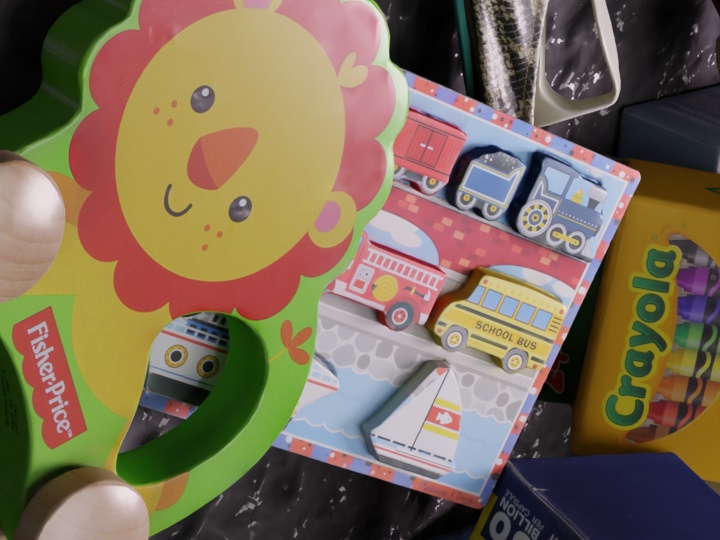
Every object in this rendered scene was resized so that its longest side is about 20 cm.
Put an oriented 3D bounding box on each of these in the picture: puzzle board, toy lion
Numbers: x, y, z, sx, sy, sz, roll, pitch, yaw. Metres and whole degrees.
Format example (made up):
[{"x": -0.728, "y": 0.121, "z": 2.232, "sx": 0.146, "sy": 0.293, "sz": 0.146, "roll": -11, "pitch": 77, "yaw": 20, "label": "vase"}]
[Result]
[{"x": 0.000, "y": 0.000, "z": 0.819, "sx": 0.199, "sy": 0.017, "sz": 0.151, "roll": 20, "pitch": 98, "yaw": -29, "label": "puzzle board"}, {"x": -0.063, "y": -0.012, "z": 0.741, "sx": 0.191, "sy": 0.069, "sz": 0.201, "roll": -28, "pitch": 126, "yaw": -27, "label": "toy lion"}]

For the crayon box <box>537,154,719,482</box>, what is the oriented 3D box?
[{"x": 0.169, "y": 0.028, "z": 0.951, "sx": 0.051, "sy": 0.199, "sz": 0.128, "roll": -74, "pitch": 174, "yaw": -67, "label": "crayon box"}]

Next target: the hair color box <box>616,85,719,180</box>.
[{"x": 0.202, "y": -0.038, "z": 1.050, "sx": 0.199, "sy": 0.060, "sz": 0.100, "roll": -15, "pitch": 121, "yaw": -42, "label": "hair color box"}]

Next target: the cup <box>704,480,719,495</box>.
[{"x": 0.202, "y": 0.128, "z": 1.065, "sx": 0.200, "sy": 0.200, "sz": 0.144, "roll": -41, "pitch": 111, "yaw": -25, "label": "cup"}]

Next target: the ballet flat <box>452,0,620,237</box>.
[{"x": 0.066, "y": -0.063, "z": 0.866, "sx": 0.075, "sy": 0.068, "sz": 0.201, "roll": 1, "pitch": 115, "yaw": -3, "label": "ballet flat"}]

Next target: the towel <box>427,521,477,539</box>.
[{"x": 0.084, "y": 0.201, "z": 1.036, "sx": 0.111, "sy": 0.049, "sz": 0.201, "roll": -19, "pitch": 127, "yaw": -14, "label": "towel"}]

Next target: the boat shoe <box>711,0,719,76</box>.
[{"x": 0.184, "y": -0.099, "z": 0.950, "sx": 0.072, "sy": 0.072, "sz": 0.201, "roll": -32, "pitch": 104, "yaw": -19, "label": "boat shoe"}]

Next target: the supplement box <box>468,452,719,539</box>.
[{"x": 0.090, "y": 0.190, "z": 0.916, "sx": 0.109, "sy": 0.109, "sz": 0.201, "roll": 1, "pitch": 120, "yaw": -41, "label": "supplement box"}]
